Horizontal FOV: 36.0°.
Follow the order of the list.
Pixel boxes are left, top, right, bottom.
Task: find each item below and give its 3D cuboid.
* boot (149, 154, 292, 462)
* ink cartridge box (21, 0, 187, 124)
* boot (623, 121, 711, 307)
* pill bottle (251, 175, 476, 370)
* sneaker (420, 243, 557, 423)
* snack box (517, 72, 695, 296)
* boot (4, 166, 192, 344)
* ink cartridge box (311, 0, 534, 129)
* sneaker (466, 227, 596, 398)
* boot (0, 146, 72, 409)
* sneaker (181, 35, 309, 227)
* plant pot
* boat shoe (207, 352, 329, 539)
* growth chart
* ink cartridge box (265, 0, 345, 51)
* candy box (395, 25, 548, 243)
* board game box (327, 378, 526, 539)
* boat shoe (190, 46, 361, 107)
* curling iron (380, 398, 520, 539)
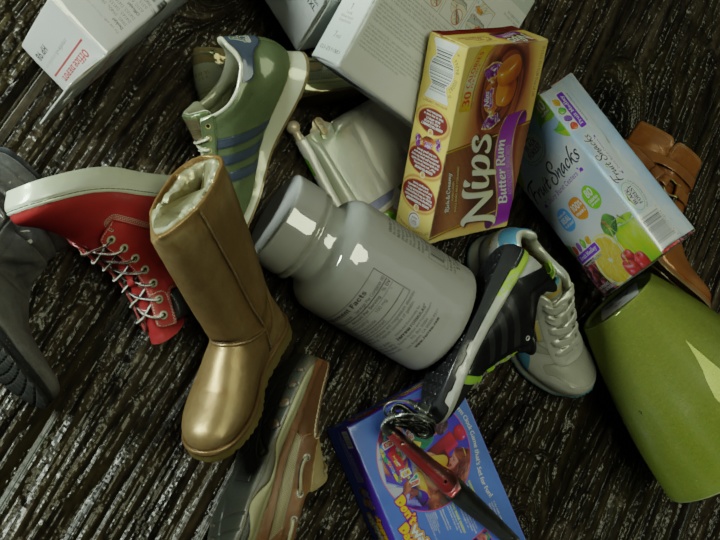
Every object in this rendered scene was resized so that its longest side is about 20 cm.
[{"bbox_3d":[-0.132,0.034,0.928,0.200,0.066,0.176,71,29,-43],"label":"boot"},{"bbox_3d":[-0.220,-0.226,0.967,0.067,0.116,0.200,47,62,-12],"label":"ink cartridge box"},{"bbox_3d":[0.349,-0.061,1.268,0.200,0.077,0.156,37,70,-3],"label":"boot"},{"bbox_3d":[0.000,0.000,1.041,0.200,0.114,0.115,32,67,-20],"label":"pill bottle"},{"bbox_3d":[0.132,0.067,1.060,0.083,0.072,0.200,33,74,-11],"label":"sneaker"},{"bbox_3d":[0.235,-0.084,1.142,0.053,0.142,0.200,-32,81,-21],"label":"snack box"},{"bbox_3d":[-0.203,-0.008,0.924,0.200,0.072,0.145,-2,82,-60],"label":"boot"},{"bbox_3d":[0.065,-0.232,1.056,0.200,0.043,0.174,27,93,-50],"label":"ink cartridge box"},{"bbox_3d":[0.189,0.047,1.154,0.076,0.081,0.200,-39,100,-30],"label":"sneaker"},{"bbox_3d":[-0.278,0.003,0.921,0.132,0.070,0.200,-40,105,-35],"label":"boot"},{"bbox_3d":[-0.124,-0.117,0.990,0.090,0.067,0.201,18,101,-33],"label":"sneaker"},{"bbox_3d":[0.335,0.108,1.175,0.200,0.187,0.187,48,62,-2],"label":"plant pot"},{"bbox_3d":[-0.070,0.175,0.998,0.074,0.076,0.201,28,76,-26],"label":"boat shoe"},{"bbox_3d":[0.033,-0.117,1.134,0.200,0.018,0.145,-27,99,-30],"label":"growth chart"},{"bbox_3d":[-0.008,-0.314,1.089,0.200,0.083,0.146,-23,76,-36],"label":"ink cartridge box"},{"bbox_3d":[0.107,-0.133,1.087,0.116,0.056,0.201,-13,123,-39],"label":"candy box"},{"bbox_3d":[0.069,0.216,1.074,0.134,0.045,0.201,-23,91,-30],"label":"board game box"},{"bbox_3d":[-0.065,-0.193,1.072,0.200,0.073,0.063,-11,90,-22],"label":"boat shoe"},{"bbox_3d":[0.088,0.195,1.039,0.200,0.049,0.026,51,29,-19],"label":"curling iron"}]
